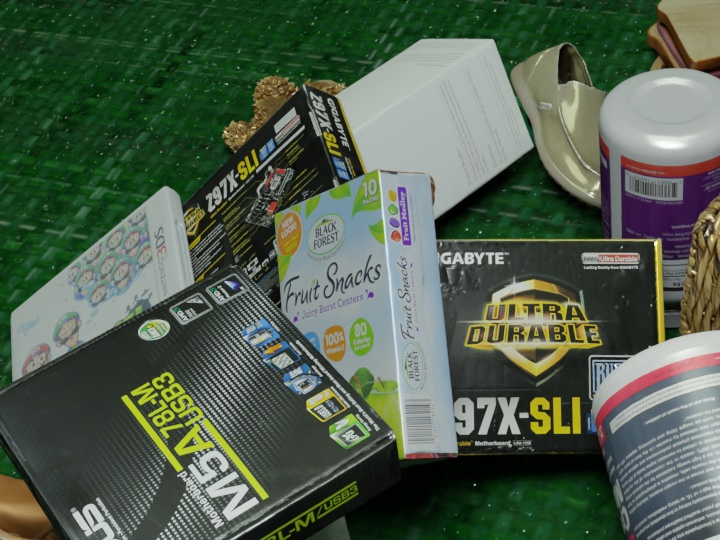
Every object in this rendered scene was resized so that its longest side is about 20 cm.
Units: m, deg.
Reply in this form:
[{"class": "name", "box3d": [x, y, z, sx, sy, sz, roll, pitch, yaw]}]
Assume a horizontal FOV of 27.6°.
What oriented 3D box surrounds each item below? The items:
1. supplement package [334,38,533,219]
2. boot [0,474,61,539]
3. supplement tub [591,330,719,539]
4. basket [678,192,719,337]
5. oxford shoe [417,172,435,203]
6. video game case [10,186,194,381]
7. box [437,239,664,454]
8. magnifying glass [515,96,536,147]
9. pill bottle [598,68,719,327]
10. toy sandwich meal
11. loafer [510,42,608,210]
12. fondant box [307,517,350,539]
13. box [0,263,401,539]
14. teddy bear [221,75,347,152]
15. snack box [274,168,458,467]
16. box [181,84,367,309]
[{"class": "supplement package", "box3d": [0.038, -0.116, 1.344, 0.199, 0.118, 0.117, -35, 26, -25]}, {"class": "boot", "box3d": [-0.218, 0.176, 1.136, 0.154, 0.074, 0.200, -37, 59, -25]}, {"class": "supplement tub", "box3d": [0.241, 0.155, 0.968, 0.139, 0.141, 0.201, -11, 59, 1]}, {"class": "basket", "box3d": [0.327, 0.034, 1.064, 0.148, 0.201, 0.143, 28, 57, 35]}, {"class": "oxford shoe", "box3d": [0.000, 0.000, 1.234, 0.200, 0.071, 0.072, -47, 51, 24]}, {"class": "video game case", "box3d": [-0.223, 0.043, 1.251, 0.200, 0.024, 0.183, -38, 38, 17]}, {"class": "box", "box3d": [0.126, 0.058, 1.102, 0.198, 0.049, 0.161, 0, 84, -5]}, {"class": "magnifying glass", "box3d": [0.145, -0.155, 1.460, 0.198, 0.023, 0.080, 10, 46, 20]}, {"class": "pill bottle", "box3d": [0.250, -0.054, 1.180, 0.111, 0.201, 0.113, -6, 40, 5]}, {"class": "toy sandwich meal", "box3d": [0.370, -0.206, 1.423, 0.203, 0.071, 0.206, -7, 41, 6]}, {"class": "loafer", "box3d": [0.200, -0.138, 1.354, 0.075, 0.068, 0.201, 11, 42, -39]}, {"class": "fondant box", "box3d": [-0.084, 0.173, 1.007, 0.058, 0.201, 0.144, 23, 52, 34]}, {"class": "box", "box3d": [-0.107, 0.103, 0.903, 0.192, 0.048, 0.200, -27, 46, -21]}, {"class": "teddy bear", "box3d": [-0.071, -0.134, 1.463, 0.144, 0.067, 0.200, -6, 34, -7]}, {"class": "snack box", "box3d": [0.000, 0.042, 1.058, 0.053, 0.202, 0.142, 3, -13, -36]}, {"class": "box", "box3d": [-0.074, -0.031, 1.231, 0.200, 0.049, 0.160, -42, 50, 29]}]
